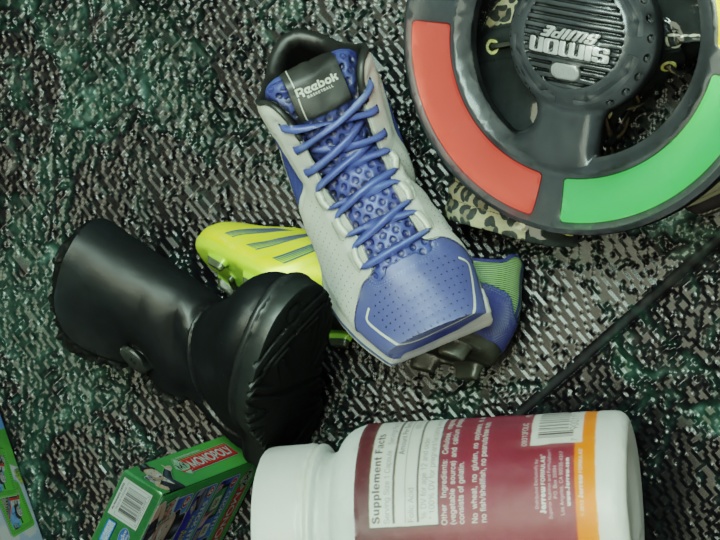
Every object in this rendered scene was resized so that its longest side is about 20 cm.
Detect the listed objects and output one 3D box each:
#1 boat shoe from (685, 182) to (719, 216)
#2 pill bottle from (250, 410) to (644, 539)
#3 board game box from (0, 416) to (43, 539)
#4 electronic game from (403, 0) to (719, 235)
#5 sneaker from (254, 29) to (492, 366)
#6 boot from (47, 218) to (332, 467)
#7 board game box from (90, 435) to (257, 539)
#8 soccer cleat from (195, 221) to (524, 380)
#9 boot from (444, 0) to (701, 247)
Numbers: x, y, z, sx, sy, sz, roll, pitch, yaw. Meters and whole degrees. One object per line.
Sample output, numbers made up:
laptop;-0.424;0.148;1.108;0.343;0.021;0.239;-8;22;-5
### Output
boat shoe;0.249;-0.075;0.899;0.200;0.072;0.065;-33;114;28
pill bottle;0.049;0.137;0.954;0.200;0.114;0.114;-5;92;13
board game box;-0.240;0.185;1.063;0.037;0.151;0.200;-20;87;20
electronic game;0.112;-0.117;0.884;0.200;0.042;0.200;3;96;28
sneaker;-0.009;-0.052;0.940;0.081;0.115;0.199;-26;61;1
boot;-0.103;0.026;0.989;0.168;0.200;0.076;33;68;14
board game box;-0.135;0.195;1.032;0.029;0.135;0.200;31;104;16
soccer cleat;0.001;0.000;1.015;0.200;0.065;0.084;16;70;24
boot;0.139;-0.085;0.936;0.203;0.073;0.154;13;98;29
